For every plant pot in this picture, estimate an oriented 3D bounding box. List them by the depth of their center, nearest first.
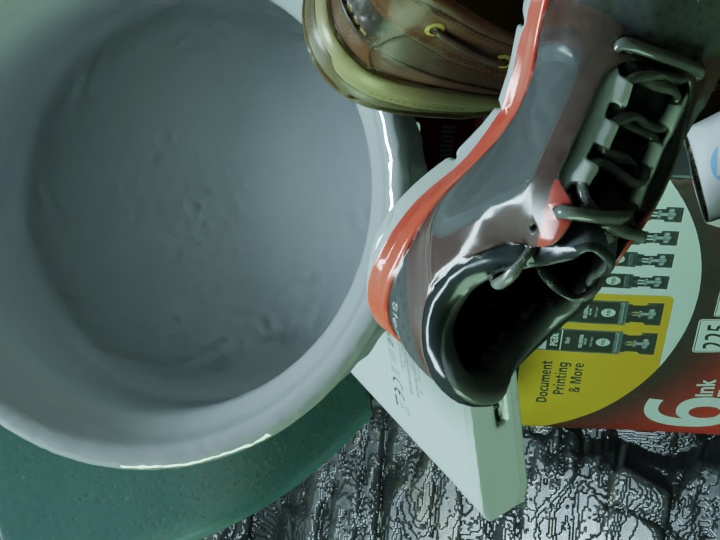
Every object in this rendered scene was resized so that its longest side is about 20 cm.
[{"bbox_3d":[-0.102,0.028,1.343,0.198,0.198,0.196,-12,-164,-3],"label":"plant pot"}]

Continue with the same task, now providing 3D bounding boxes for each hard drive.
[{"bbox_3d":[0.000,0.000,1.109,0.026,0.200,0.132,-29,139,-18],"label":"hard drive"}]

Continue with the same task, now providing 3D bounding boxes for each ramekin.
[{"bbox_3d":[-0.068,-0.029,0.977,0.199,0.202,0.098,3,-179,14],"label":"ramekin"}]

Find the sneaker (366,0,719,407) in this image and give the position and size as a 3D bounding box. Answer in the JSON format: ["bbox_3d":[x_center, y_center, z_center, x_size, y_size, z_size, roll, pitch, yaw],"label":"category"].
[{"bbox_3d":[0.079,-0.037,0.835,0.077,0.201,0.082,19,-155,-28],"label":"sneaker"}]

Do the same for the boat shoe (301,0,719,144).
[{"bbox_3d":[0.082,-0.087,0.890,0.199,0.073,0.068,1,161,-24],"label":"boat shoe"}]

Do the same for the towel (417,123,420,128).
[{"bbox_3d":[0.041,-0.081,1.181,0.143,0.023,0.200,4,173,8],"label":"towel"}]

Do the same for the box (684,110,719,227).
[{"bbox_3d":[0.237,-0.058,0.899,0.199,0.041,0.155,-28,154,35],"label":"box"}]

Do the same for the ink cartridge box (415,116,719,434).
[{"bbox_3d":[0.086,-0.017,1.079,0.174,0.084,0.201,2,147,1],"label":"ink cartridge box"}]
